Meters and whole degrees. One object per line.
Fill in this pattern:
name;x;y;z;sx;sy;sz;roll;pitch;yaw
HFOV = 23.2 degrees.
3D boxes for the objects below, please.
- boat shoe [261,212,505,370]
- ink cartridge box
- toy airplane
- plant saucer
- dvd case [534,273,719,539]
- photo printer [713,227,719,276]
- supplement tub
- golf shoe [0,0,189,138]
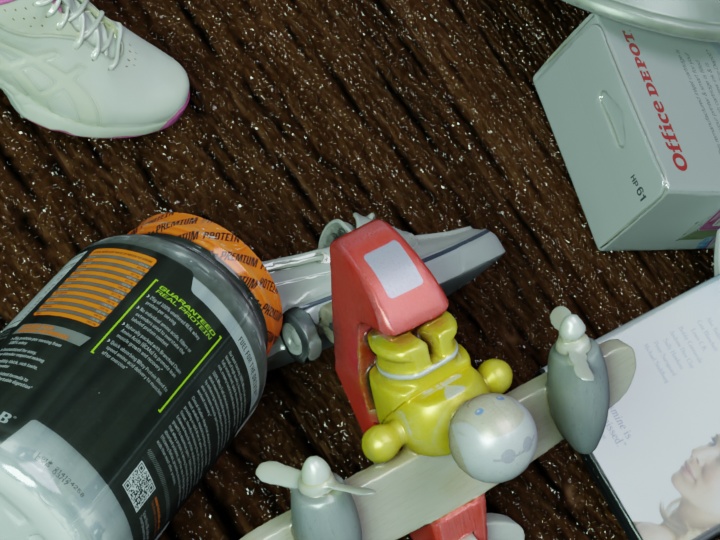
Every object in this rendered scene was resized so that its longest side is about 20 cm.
boat shoe;0.000;0.000;1.026;0.199;0.072;0.066;-22;79;-33
ink cartridge box;0.237;-0.096;1.239;0.199;0.085;0.145;-1;61;-36
toy airplane;0.045;0.096;0.913;0.198;0.141;0.201;26;77;-26
plant saucer;0.197;-0.221;1.251;0.199;0.050;0.200;13;24;-6
dvd case;0.228;0.082;1.106;0.199;0.018;0.143;-26;77;-17
photo printer;0.330;0.040;1.213;0.199;0.069;0.167;0;73;-35
supplement tub;-0.125;0.066;0.855;0.122;0.123;0.200;42;46;-4
golf shoe;-0.177;-0.133;0.973;0.199;0.092;0.076;17;52;-27
